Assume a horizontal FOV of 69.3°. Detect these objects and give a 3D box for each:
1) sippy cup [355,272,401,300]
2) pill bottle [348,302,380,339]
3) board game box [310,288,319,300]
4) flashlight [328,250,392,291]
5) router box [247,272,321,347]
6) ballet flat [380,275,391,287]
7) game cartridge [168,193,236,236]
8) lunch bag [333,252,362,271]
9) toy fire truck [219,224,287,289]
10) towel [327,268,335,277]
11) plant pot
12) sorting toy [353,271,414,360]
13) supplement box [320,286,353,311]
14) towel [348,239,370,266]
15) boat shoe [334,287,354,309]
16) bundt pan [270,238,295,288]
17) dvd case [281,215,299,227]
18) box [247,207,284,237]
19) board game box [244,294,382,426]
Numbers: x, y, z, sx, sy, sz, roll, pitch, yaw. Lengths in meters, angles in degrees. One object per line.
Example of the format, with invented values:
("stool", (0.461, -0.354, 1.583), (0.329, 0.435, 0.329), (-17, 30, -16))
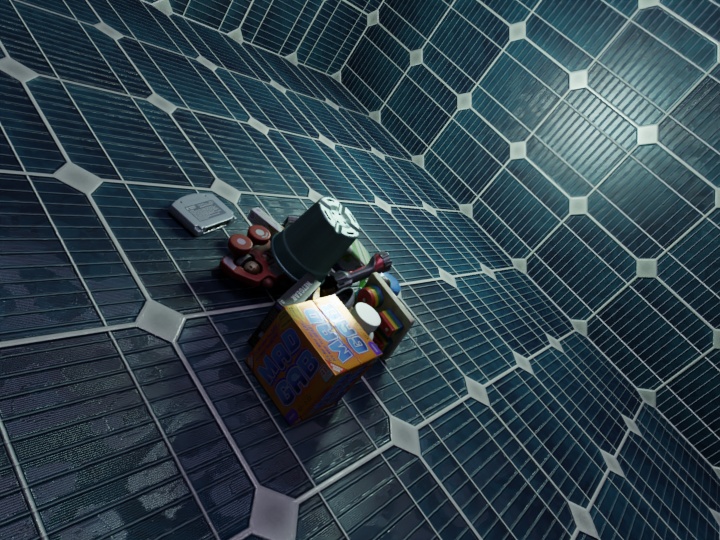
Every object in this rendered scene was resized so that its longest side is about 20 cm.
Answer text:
("sippy cup", (0.064, 0.079, 1.770), (0.178, 0.131, 0.140), (41, 26, 5))
("pill bottle", (-0.034, 0.184, 1.406), (0.111, 0.200, 0.111), (29, 28, -18))
("board game box", (-0.153, 0.075, 1.528), (0.030, 0.096, 0.200), (31, 24, -16))
("flashlight", (0.000, 0.000, 1.602), (0.199, 0.068, 0.068), (-20, 87, -22))
("router box", (-0.196, 0.108, 1.367), (0.052, 0.158, 0.200), (39, 26, 1))
("ballet flat", (0.053, 0.117, 1.673), (0.068, 0.202, 0.068), (3, 0, -43))
("game cartridge", (-0.481, -0.176, 1.580), (0.133, 0.041, 0.200), (45, 27, 3))
("lunch bag", (-0.061, -0.033, 1.765), (0.161, 0.082, 0.200), (44, -1, 7))
("toy fire truck", (-0.288, -0.024, 1.469), (0.167, 0.113, 0.200), (37, 36, 10))
("towel", (-0.094, 0.011, 1.700), (0.149, 0.031, 0.200), (47, -1, 0))
("plant pot", (-0.118, -0.089, 1.469), (0.200, 0.196, 0.201), (34, 32, -24))
("sorting toy", (0.042, 0.147, 1.579), (0.069, 0.201, 0.199), (-17, 58, -39))
("supplement box", (-0.053, 0.144, 1.582), (0.066, 0.069, 0.200), (-15, 55, -42))
("towel", (-0.013, -0.065, 1.695), (0.200, 0.023, 0.153), (48, 15, -43))
("boat shoe", (-0.092, 0.113, 1.504), (0.070, 0.072, 0.200), (39, 56, 19))
("bundt pan", (-0.228, -0.039, 1.645), (0.201, 0.076, 0.202), (31, 27, -17))
("dvd case", (-0.166, -0.136, 1.754), (0.198, 0.150, 0.025), (7, 73, -21))
("box", (-0.260, -0.119, 1.602), (0.200, 0.042, 0.039), (39, 27, 9))
("board game box", (-0.113, 0.210, 1.266), (0.200, 0.200, 0.199), (49, 29, 19))
